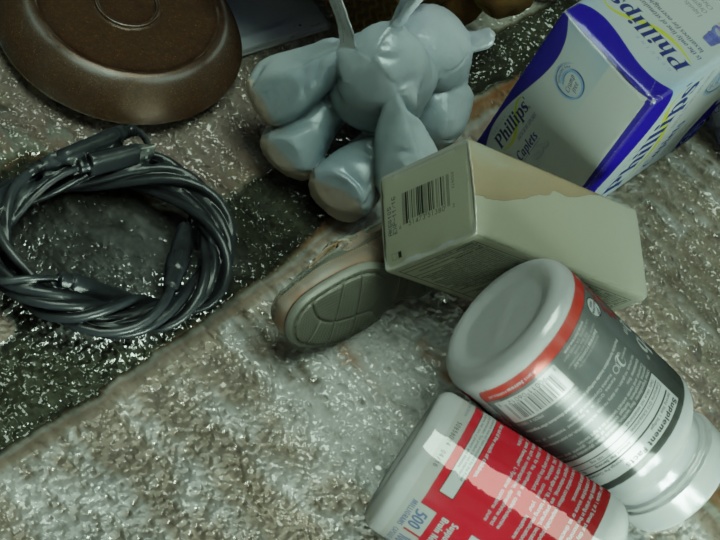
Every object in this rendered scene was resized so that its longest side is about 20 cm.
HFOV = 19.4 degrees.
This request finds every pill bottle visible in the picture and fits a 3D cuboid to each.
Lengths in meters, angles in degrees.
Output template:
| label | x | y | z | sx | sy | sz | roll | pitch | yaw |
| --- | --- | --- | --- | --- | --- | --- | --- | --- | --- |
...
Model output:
| label | x | y | z | sx | sy | sz | roll | pitch | yaw |
| --- | --- | --- | --- | --- | --- | --- | --- | --- | --- |
| pill bottle | 0.112 | 0.181 | 1.468 | 0.200 | 0.112 | 0.112 | 32 | 50 | 2 |
| pill bottle | 0.166 | 0.094 | 1.518 | 0.200 | 0.116 | 0.116 | 42 | 46 | -23 |

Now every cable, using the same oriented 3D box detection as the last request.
| label | x | y | z | sx | sy | sz | roll | pitch | yaw |
| --- | --- | --- | --- | --- | --- | --- | --- | --- | --- |
| cable | -0.189 | -0.018 | 1.532 | 0.200 | 0.051 | 0.163 | -28 | 75 | -38 |

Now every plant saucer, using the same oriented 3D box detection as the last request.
| label | x | y | z | sx | sy | sz | roll | pitch | yaw |
| --- | --- | --- | --- | --- | --- | --- | --- | --- | --- |
| plant saucer | -0.187 | -0.200 | 1.657 | 0.200 | 0.035 | 0.201 | 10 | 50 | -12 |

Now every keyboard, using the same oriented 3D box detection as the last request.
| label | x | y | z | sx | sy | sz | roll | pitch | yaw |
| --- | --- | --- | --- | --- | --- | --- | --- | --- | --- |
| keyboard | -0.116 | -0.193 | 1.707 | 0.200 | 0.011 | 0.056 | -22 | 62 | -34 |

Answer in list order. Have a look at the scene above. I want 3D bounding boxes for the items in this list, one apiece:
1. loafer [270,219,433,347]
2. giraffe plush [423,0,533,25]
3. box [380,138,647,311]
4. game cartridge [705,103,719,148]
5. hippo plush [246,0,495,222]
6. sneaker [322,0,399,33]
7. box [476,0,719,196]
| label | x | y | z | sx | sy | sz | roll | pitch | yaw |
| --- | --- | --- | --- | --- | --- | --- | --- | --- | --- |
| loafer | 0.000 | 0.000 | 1.588 | 0.200 | 0.072 | 0.063 | -23 | 51 | -41 |
| giraffe plush | 0.118 | -0.294 | 1.804 | 0.162 | 0.173 | 0.200 | -8 | 19 | -41 |
| box | 0.116 | -0.023 | 1.574 | 0.200 | 0.095 | 0.078 | 20 | 58 | -44 |
| game cartridge | 0.331 | -0.207 | 1.835 | 0.129 | 0.038 | 0.200 | -23 | 98 | -30 |
| hippo plush | 0.011 | -0.151 | 1.648 | 0.159 | 0.200 | 0.161 | 7 | 24 | 22 |
| sneaker | -0.008 | -0.265 | 1.758 | 0.200 | 0.075 | 0.090 | 41 | 46 | 9 |
| box | 0.221 | -0.156 | 1.709 | 0.200 | 0.184 | 0.105 | -33 | 75 | -36 |
